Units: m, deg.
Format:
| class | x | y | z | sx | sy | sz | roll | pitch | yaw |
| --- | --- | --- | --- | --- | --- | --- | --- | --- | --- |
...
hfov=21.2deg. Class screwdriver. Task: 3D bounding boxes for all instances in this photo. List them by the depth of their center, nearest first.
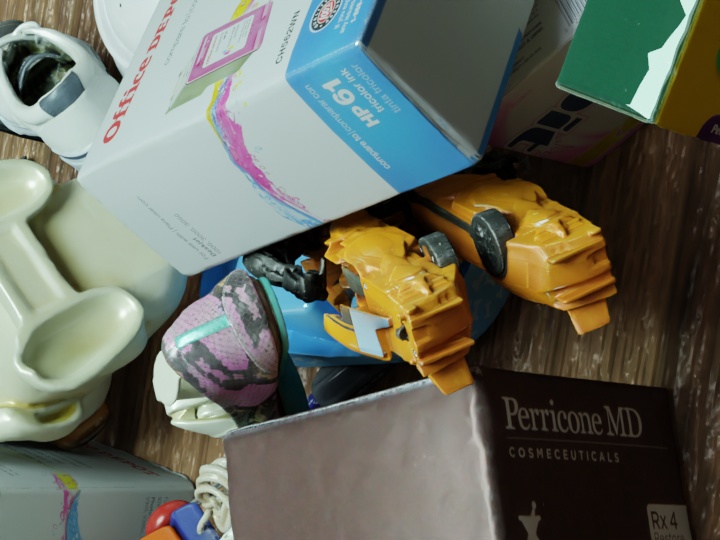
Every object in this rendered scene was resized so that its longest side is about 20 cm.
| class | x | y | z | sx | sy | sz | roll | pitch | yaw |
| --- | --- | --- | --- | --- | --- | --- | --- | --- | --- |
| screwdriver | -0.047 | 0.094 | 1.104 | 0.200 | 0.029 | 0.028 | -41 | 91 | 30 |

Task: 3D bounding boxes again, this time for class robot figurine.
| class | x | y | z | sx | sy | sz | roll | pitch | yaw |
| --- | --- | --- | --- | --- | --- | --- | --- | --- | --- |
| robot figurine | 0.029 | -0.007 | 0.896 | 0.200 | 0.144 | 0.058 | 33 | 142 | 66 |

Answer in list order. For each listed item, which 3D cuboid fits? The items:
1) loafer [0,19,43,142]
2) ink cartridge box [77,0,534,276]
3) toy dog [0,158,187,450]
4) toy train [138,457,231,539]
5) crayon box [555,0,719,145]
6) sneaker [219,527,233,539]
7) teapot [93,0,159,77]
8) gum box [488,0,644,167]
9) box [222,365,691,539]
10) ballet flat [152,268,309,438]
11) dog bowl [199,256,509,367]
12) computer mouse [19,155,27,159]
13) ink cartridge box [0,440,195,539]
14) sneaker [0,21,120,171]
| class | x | y | z | sx | sy | sz | roll | pitch | yaw |
| --- | --- | --- | --- | --- | --- | --- | --- | --- | --- |
| loafer | -0.243 | -0.134 | 1.286 | 0.200 | 0.073 | 0.073 | 25 | 96 | 40 |
| ink cartridge box | -0.024 | -0.097 | 0.891 | 0.200 | 0.085 | 0.145 | -21 | 39 | 43 |
| toy dog | -0.185 | 0.026 | 1.111 | 0.140 | 0.194 | 0.200 | 45 | 143 | 7 |
| toy train | -0.127 | 0.171 | 1.064 | 0.085 | 0.115 | 0.201 | 47 | 140 | 45 |
| crayon box | 0.188 | -0.134 | 0.815 | 0.058 | 0.199 | 0.173 | 27 | 101 | 41 |
| sneaker | -0.054 | 0.146 | 0.993 | 0.072 | 0.200 | 0.085 | 12 | 92 | 19 |
| teapot | -0.086 | -0.163 | 1.099 | 0.200 | 0.146 | 0.198 | -39 | 60 | 32 |
| gum box | 0.128 | -0.132 | 0.925 | 0.200 | 0.113 | 0.066 | -40 | 59 | 30 |
| box | 0.054 | 0.164 | 0.915 | 0.164 | 0.165 | 0.201 | -18 | 73 | 38 |
| ballet flat | -0.066 | 0.051 | 0.946 | 0.071 | 0.200 | 0.069 | -18 | 74 | -3 |
| dog bowl | 0.000 | 0.000 | 1.047 | 0.199 | 0.050 | 0.112 | -6 | 61 | 41 |
| computer mouse | -0.275 | 0.016 | 1.256 | 0.138 | 0.053 | 0.201 | -38 | 37 | 27 |
| ink cartridge box | -0.220 | 0.146 | 1.138 | 0.145 | 0.199 | 0.088 | 16 | 97 | 41 |
| sneaker | -0.188 | -0.119 | 1.149 | 0.073 | 0.071 | 0.200 | -44 | 34 | -11 |
